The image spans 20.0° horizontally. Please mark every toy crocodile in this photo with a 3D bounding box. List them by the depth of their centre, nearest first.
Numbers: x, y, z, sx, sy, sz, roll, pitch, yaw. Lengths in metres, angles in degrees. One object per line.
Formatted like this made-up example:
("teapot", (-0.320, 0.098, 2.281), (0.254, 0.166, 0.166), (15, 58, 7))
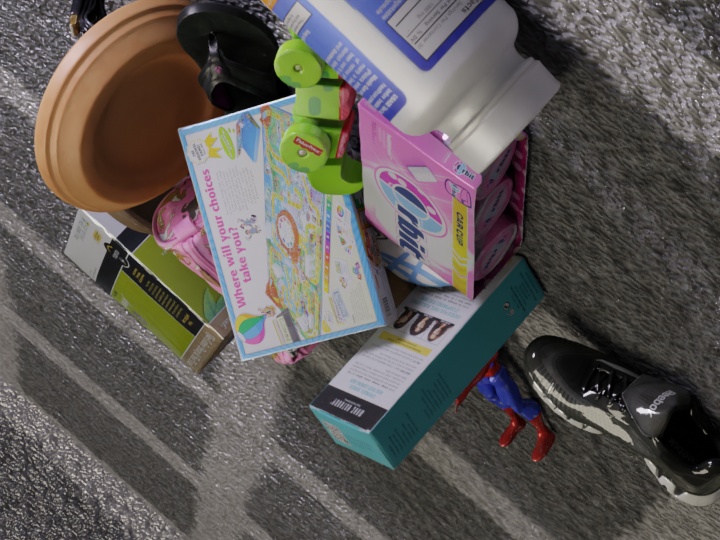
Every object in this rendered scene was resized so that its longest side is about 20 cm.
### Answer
("toy crocodile", (-0.028, -0.142, 1.562), (0.061, 0.068, 0.201), (5, 128, 10))

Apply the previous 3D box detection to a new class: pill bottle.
("pill bottle", (0.034, -0.161, 1.356), (0.200, 0.112, 0.112), (43, 162, -2))

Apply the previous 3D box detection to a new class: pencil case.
("pencil case", (-0.100, -0.002, 1.800), (0.086, 0.083, 0.200), (26, 162, 52))

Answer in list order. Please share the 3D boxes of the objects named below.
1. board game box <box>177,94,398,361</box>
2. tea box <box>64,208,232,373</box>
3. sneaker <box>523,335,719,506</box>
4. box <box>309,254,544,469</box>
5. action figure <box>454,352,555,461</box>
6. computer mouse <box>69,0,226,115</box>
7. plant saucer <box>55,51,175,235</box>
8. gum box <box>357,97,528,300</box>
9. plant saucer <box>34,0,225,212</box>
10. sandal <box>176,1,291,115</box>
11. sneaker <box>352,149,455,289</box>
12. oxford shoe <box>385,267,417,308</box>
("board game box", (-0.060, -0.038, 1.679), (0.034, 0.134, 0.201), (-23, -82, -69))
("tea box", (-0.181, -0.020, 2.072), (0.197, 0.134, 0.200), (44, 162, -1))
("sneaker", (0.223, 0.110, 1.650), (0.200, 0.067, 0.091), (37, 158, 5))
("box", (0.056, 0.065, 1.670), (0.082, 0.200, 0.049), (19, 151, 50))
("action figure", (0.106, 0.116, 1.853), (0.065, 0.099, 0.200), (19, 148, 40))
("computer mouse", (-0.176, -0.185, 1.808), (0.200, 0.044, 0.110), (42, -155, -27))
("plant saucer", (-0.222, -0.115, 1.904), (0.200, 0.029, 0.201), (45, -153, -30))
("gum box", (0.063, -0.073, 1.560), (0.113, 0.066, 0.200), (37, 161, 18))
("plant saucer", (-0.182, -0.132, 1.716), (0.037, 0.200, 0.200), (37, 162, 34))
("sandal", (-0.095, -0.152, 1.696), (0.075, 0.048, 0.201), (-9, 148, 14))
("sneaker", (0.023, -0.048, 1.693), (0.200, 0.072, 0.073), (30, 165, 30))
("oxford shoe", (0.000, 0.000, 1.753), (0.199, 0.085, 0.073), (22, -152, -21))
